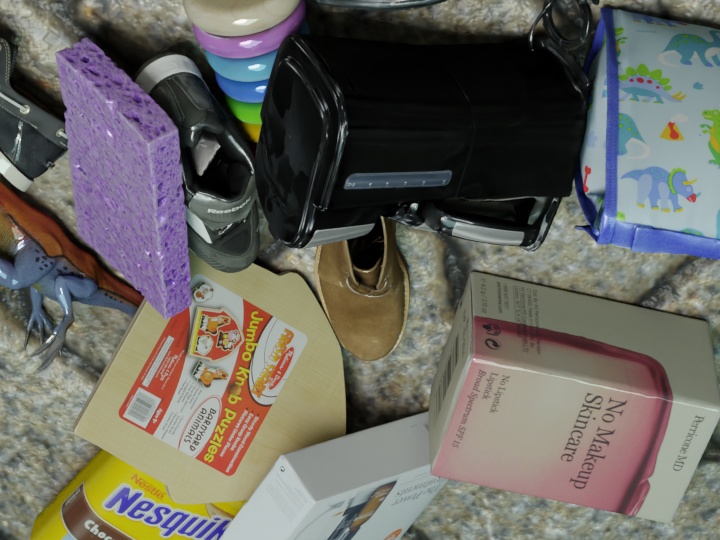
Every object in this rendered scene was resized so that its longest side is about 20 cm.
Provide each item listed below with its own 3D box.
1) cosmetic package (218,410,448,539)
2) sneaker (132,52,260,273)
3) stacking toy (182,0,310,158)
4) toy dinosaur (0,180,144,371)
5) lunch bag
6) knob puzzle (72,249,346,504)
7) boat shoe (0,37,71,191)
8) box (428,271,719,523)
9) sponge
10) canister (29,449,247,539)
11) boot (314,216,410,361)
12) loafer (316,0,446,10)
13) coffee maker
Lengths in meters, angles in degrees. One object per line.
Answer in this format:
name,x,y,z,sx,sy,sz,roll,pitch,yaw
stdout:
cosmetic package,-0.021,0.191,1.609,0.200,0.052,0.151,-12,147,-49
sneaker,-0.106,-0.057,1.452,0.066,0.091,0.201,-29,136,-12
stacking toy,-0.063,-0.126,1.440,0.085,0.086,0.201,-8,133,8
toy dinosaur,-0.226,0.004,1.533,0.181,0.105,0.201,6,118,-25
lunch bag,0.236,-0.073,1.385,0.169,0.200,0.128,7,127,-4
knob puzzle,-0.098,0.089,1.572,0.219,0.030,0.221,-3,98,-22
boat shoe,-0.276,-0.149,1.436,0.068,0.072,0.200,-36,118,4
box,0.163,0.099,1.572,0.199,0.109,0.128,12,126,-6
sponge,-0.166,-0.061,1.442,0.030,0.112,0.200,-33,150,-25
canister,-0.162,0.193,1.670,0.148,0.087,0.200,32,123,-20
boot,0.000,0.000,1.526,0.073,0.076,0.201,-2,128,2
loafer,0.063,-0.220,1.371,0.199,0.073,0.073,-10,104,5
coffee maker,0.041,-0.109,1.383,0.199,0.135,0.193,-1,104,-29
